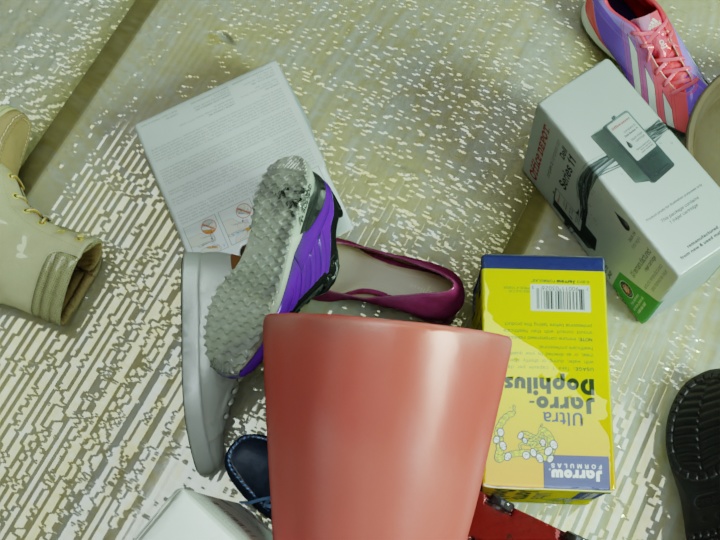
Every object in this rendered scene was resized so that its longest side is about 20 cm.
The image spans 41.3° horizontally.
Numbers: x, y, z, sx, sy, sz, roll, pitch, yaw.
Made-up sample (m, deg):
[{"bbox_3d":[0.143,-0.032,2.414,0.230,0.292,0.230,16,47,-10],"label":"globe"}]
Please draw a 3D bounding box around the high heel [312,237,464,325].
[{"bbox_3d":[0.000,0.000,0.885,0.200,0.096,0.067,24,74,10],"label":"high heel"}]

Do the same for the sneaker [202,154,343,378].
[{"bbox_3d":[-0.062,0.009,0.838,0.069,0.099,0.201,9,71,37],"label":"sneaker"}]

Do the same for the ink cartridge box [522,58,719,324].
[{"bbox_3d":[0.242,-0.069,0.874,0.083,0.147,0.200,-32,71,-7],"label":"ink cartridge box"}]

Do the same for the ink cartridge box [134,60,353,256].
[{"bbox_3d":[-0.113,-0.089,0.945,0.162,0.050,0.200,-25,75,-1],"label":"ink cartridge box"}]

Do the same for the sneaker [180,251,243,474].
[{"bbox_3d":[-0.119,0.083,0.862,0.084,0.073,0.201,0,89,-9],"label":"sneaker"}]

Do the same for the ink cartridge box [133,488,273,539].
[{"bbox_3d":[-0.091,0.253,0.748,0.146,0.200,0.083,38,80,14],"label":"ink cartridge box"}]

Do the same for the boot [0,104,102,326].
[{"bbox_3d":[-0.320,-0.055,0.931,0.155,0.073,0.201,14,74,8],"label":"boot"}]

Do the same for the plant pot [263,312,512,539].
[{"bbox_3d":[0.012,0.131,0.731,0.200,0.200,0.178,6,83,4],"label":"plant pot"}]

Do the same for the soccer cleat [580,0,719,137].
[{"bbox_3d":[0.296,-0.218,0.960,0.068,0.073,0.200,-31,73,-9],"label":"soccer cleat"}]

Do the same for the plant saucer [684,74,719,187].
[{"bbox_3d":[0.403,-0.106,0.920,0.199,0.029,0.201,1,80,-6],"label":"plant saucer"}]

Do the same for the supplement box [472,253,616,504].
[{"bbox_3d":[0.155,0.097,0.838,0.109,0.109,0.201,1,71,3],"label":"supplement box"}]

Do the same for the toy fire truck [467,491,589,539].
[{"bbox_3d":[0.185,0.246,0.785,0.200,0.141,0.049,21,80,25],"label":"toy fire truck"}]

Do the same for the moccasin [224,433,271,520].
[{"bbox_3d":[-0.031,0.201,0.831,0.200,0.068,0.081,28,74,11],"label":"moccasin"}]

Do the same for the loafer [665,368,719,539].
[{"bbox_3d":[0.316,0.185,0.831,0.073,0.071,0.201,-20,54,43],"label":"loafer"}]
